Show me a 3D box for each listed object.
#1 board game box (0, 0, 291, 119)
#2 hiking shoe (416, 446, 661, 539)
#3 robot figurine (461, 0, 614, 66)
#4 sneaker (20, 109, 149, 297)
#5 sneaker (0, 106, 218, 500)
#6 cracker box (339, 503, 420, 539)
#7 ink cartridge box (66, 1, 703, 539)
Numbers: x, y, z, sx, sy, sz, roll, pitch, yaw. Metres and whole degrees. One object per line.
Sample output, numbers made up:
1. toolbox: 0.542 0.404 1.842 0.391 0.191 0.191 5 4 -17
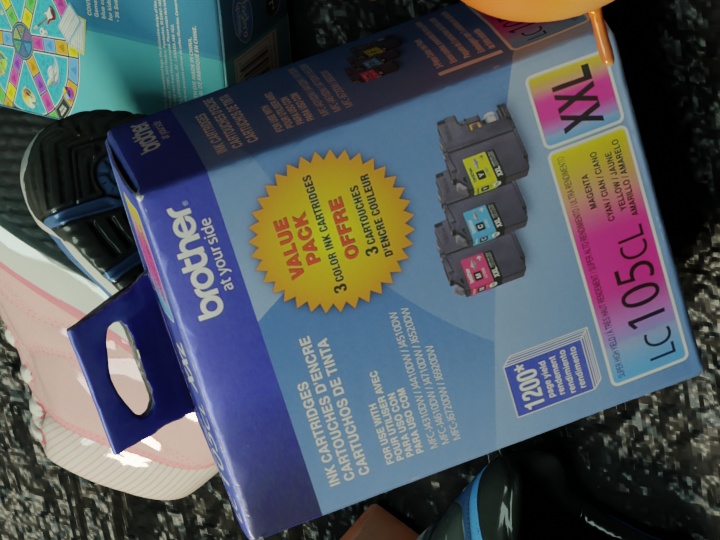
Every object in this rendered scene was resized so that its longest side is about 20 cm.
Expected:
1. board game box: -0.124 -0.135 1.095 0.200 0.047 0.151 15 126 27
2. hiking shoe: 0.105 0.149 1.099 0.200 0.074 0.087 37 134 9
3. robot figurine: 0.036 -0.159 0.920 0.200 0.144 0.117 47 170 0
4. sneaker: -0.045 0.012 1.084 0.200 0.076 0.077 34 154 -19
5. sneaker: -0.124 0.015 1.171 0.200 0.075 0.105 39 128 2
6. cracker box: 0.015 0.208 1.213 0.134 0.058 0.200 34 132 11
7. ink cartridge box: 0.000 0.000 0.997 0.200 0.076 0.137 -20 112 -5
